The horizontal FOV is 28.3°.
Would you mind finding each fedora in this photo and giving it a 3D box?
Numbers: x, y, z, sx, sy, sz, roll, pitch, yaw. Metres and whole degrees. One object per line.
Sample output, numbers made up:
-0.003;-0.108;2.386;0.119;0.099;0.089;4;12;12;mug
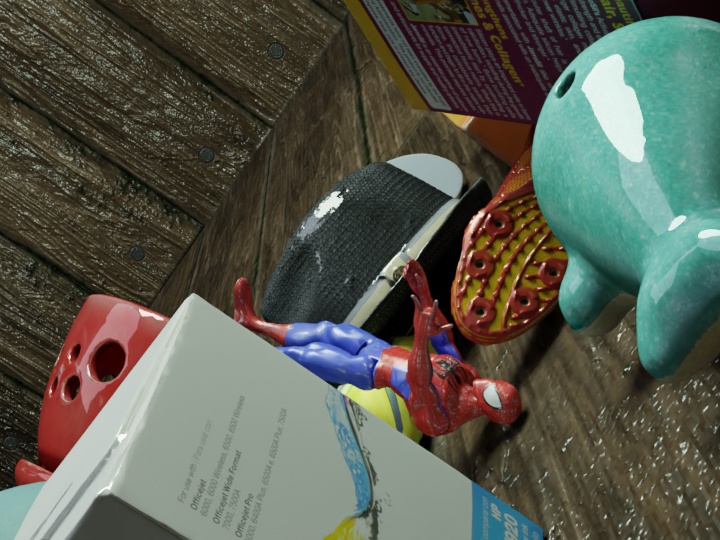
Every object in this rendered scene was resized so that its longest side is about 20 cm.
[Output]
0.000;0.000;0.967;0.201;0.091;0.201;-50;-9;-10;fedora

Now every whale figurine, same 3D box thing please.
0.129;-0.039;0.621;0.159;0.103;0.201;-50;13;27;whale figurine

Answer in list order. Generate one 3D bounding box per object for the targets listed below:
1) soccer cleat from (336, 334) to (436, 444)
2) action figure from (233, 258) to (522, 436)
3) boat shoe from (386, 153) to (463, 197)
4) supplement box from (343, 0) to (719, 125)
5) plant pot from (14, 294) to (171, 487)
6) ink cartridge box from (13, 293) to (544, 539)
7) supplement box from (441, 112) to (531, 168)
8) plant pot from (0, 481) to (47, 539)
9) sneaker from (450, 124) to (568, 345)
0.010;0.109;0.850;0.200;0.083;0.065;-44;-30;-48;soccer cleat
0.000;0.028;0.785;0.065;0.198;0.100;-38;-42;-48;action figure
0.013;-0.010;1.118;0.202;0.074;0.087;-49;-22;-40;boat shoe
0.099;-0.156;0.779;0.198;0.131;0.104;14;63;38;supplement box
-0.185;0.144;1.217;0.184;0.199;0.200;-62;12;-13;plant pot
-0.042;0.144;0.599;0.148;0.199;0.145;-50;13;27;ink cartridge box
0.103;-0.126;1.068;0.069;0.066;0.200;-55;12;7;supplement box
-0.150;0.198;0.752;0.187;0.200;0.201;-30;27;42;plant pot
0.112;-0.036;0.832;0.201;0.072;0.077;-59;-12;-24;sneaker
